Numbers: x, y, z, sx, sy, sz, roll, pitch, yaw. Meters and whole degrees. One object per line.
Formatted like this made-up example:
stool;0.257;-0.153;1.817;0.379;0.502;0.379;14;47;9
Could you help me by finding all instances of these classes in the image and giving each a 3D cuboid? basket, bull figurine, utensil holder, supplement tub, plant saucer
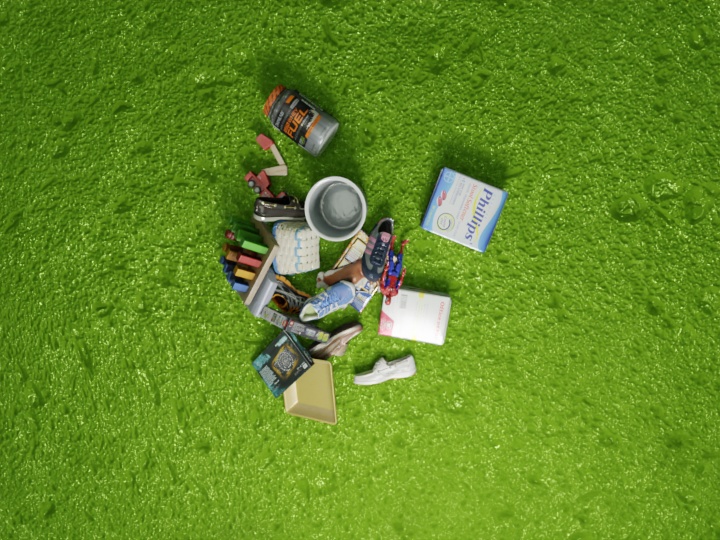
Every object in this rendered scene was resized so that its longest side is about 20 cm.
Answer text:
basket;-0.215;-0.069;1.720;0.197;0.138;0.180;10;105;30
bull figurine;-0.033;0.033;1.703;0.197;0.065;0.123;-24;99;10
utensil holder;-0.059;-0.179;1.650;0.166;0.200;0.173;1;99;5
supplement tub;-0.170;-0.428;1.660;0.199;0.123;0.123;35;100;-1
plant saucer;-0.150;0.350;1.781;0.197;0.048;0.204;4;106;32

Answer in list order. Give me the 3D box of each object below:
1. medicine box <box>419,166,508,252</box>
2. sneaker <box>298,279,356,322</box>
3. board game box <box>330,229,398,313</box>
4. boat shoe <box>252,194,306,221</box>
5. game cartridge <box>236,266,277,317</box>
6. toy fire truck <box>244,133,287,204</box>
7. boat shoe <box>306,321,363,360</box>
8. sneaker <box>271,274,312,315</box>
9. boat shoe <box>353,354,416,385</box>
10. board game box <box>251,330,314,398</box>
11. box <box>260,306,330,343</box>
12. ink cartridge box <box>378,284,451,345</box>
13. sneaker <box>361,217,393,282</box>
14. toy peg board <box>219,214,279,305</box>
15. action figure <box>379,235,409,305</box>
medicine box;0.292;-0.175;1.674;0.197;0.103;0.185;21;100;2
sneaker;-0.093;0.093;1.654;0.199;0.077;0.076;-33;99;29
board game box;0.000;0.000;1.750;0.151;0.046;0.201;37;99;-2
boat shoe;-0.212;-0.184;1.679;0.199;0.072;0.061;-10;124;-35
game cartridge;-0.311;0.029;1.714;0.041;0.200;0.134;21;104;-40
toy fire truck;-0.264;-0.285;1.725;0.141;0.049;0.200;-43;96;6
boat shoe;-0.070;0.222;1.781;0.198;0.076;0.072;-31;99;17
sneaker;-0.204;0.096;1.737;0.199;0.078;0.078;36;135;-25
boat shoe;0.070;0.298;1.783;0.196;0.071;0.071;-12;97;-3
board game box;-0.237;0.281;1.769;0.136;0.028;0.200;52;124;8
box;-0.186;0.158;1.693;0.109;0.199;0.035;22;86;37
ink cartridge box;0.160;0.128;1.739;0.196;0.083;0.148;10;99;3
sneaker;0.052;-0.066;1.652;0.069;0.203;0.082;20;144;-15
toy peg board;-0.345;-0.047;1.674;0.097;0.200;0.201;18;111;-37
action figure;0.095;0.002;1.679;0.064;0.052;0.204;17;76;-19
